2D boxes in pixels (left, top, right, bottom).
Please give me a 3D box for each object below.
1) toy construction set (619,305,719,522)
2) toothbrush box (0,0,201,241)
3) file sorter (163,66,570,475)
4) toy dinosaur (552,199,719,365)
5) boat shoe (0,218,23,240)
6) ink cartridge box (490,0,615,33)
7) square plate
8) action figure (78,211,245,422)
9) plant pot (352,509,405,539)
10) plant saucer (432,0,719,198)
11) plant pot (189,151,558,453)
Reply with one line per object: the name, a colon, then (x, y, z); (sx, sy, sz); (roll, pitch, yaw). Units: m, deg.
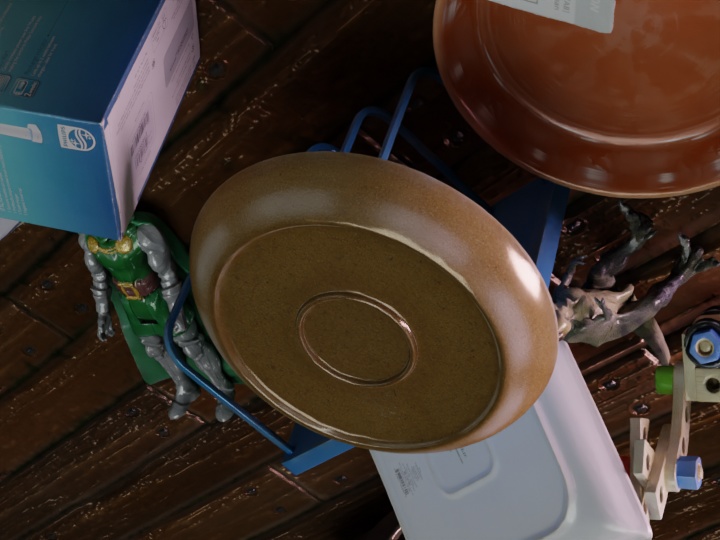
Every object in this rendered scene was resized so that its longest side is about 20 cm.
toy construction set: (0.246, 0.091, 0.800); (0.197, 0.092, 0.133); (-4, 99, 11)
toothbrush box: (-0.198, -0.111, 0.711); (0.197, 0.148, 0.086); (10, 140, 5)
file sorter: (0.000, 0.000, 0.779); (0.122, 0.140, 0.199); (40, 134, -21)
toy dinosaur: (0.155, 0.013, 0.788); (0.199, 0.047, 0.089); (9, 120, -53)
boat shoe: (-0.209, -0.056, 0.840); (0.062, 0.073, 0.199); (-10, 176, -43)
ink cartridge box: (0.025, -0.200, 0.577); (0.198, 0.057, 0.164); (16, 141, 19)
square plate: (0.068, 0.107, 0.857); (0.028, 0.202, 0.198); (-10, 161, -42)
action figure: (-0.140, 0.021, 0.917); (0.117, 0.055, 0.201); (-3, 132, 25)
plant pot: (0.036, 0.276, 1.059); (0.199, 0.202, 0.173); (37, 152, -23)
plant saucer: (0.135, -0.118, 0.681); (0.197, 0.033, 0.202); (9, 139, 8)
plant pot: (0.001, 0.029, 0.690); (0.197, 0.028, 0.202); (12, 135, 12)
